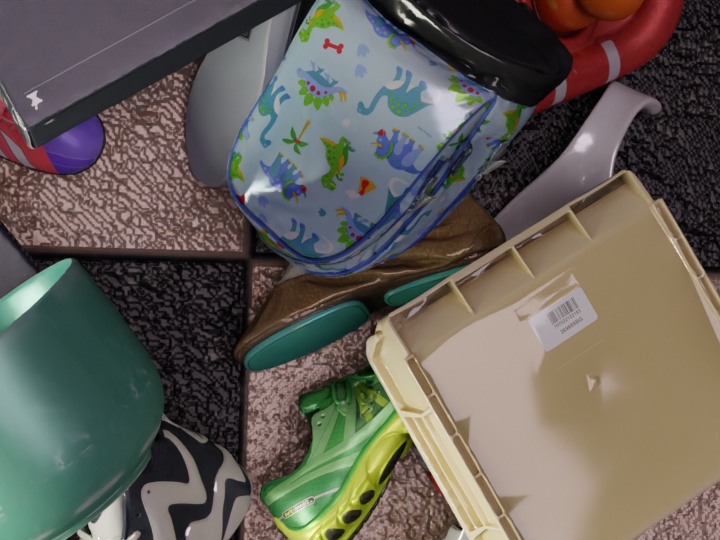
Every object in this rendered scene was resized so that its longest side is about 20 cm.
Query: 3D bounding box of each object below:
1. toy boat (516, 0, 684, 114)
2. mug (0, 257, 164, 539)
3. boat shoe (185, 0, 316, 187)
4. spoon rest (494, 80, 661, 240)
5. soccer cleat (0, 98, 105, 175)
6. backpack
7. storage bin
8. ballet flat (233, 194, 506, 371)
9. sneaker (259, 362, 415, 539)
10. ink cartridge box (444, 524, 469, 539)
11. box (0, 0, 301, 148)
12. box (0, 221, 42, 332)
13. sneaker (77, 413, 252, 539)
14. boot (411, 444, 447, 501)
[{"bbox_3d":[0.143,-0.183,1.050,0.199,0.130,0.132,-24,99,-31],"label":"toy boat"},{"bbox_3d":[-0.193,0.087,0.897,0.152,0.184,0.115,-45,104,-32],"label":"mug"},{"bbox_3d":[-0.058,-0.150,1.048,0.066,0.070,0.202,-2,113,-46],"label":"boat shoe"},{"bbox_3d":[0.146,-0.043,1.099,0.098,0.061,0.202,25,83,18],"label":"spoon rest"},{"bbox_3d":[-0.249,-0.129,1.008,0.199,0.073,0.068,38,84,-11],"label":"soccer cleat"},{"bbox_3d":[0.007,-0.092,0.985,0.163,0.201,0.154,42,39,7],"label":"backpack"},{"bbox_3d":[0.134,0.073,1.006,0.199,0.094,0.200,-30,88,-12],"label":"storage bin"},{"bbox_3d":[0.000,0.000,1.070,0.198,0.068,0.073,-23,69,4],"label":"ballet flat"},{"bbox_3d":[0.002,0.092,1.068,0.083,0.074,0.201,30,70,15],"label":"sneaker"},{"bbox_3d":[0.087,0.247,1.084,0.098,0.039,0.202,20,107,-7],"label":"ink cartridge box"},{"bbox_3d":[-0.152,-0.201,0.923,0.198,0.104,0.184,-29,92,-9],"label":"box"},{"bbox_3d":[-0.261,0.041,0.997,0.148,0.104,0.201,-40,99,-8],"label":"box"},{"bbox_3d":[-0.160,0.174,0.999,0.200,0.079,0.130,-54,129,-19],"label":"sneaker"},{"bbox_3d":[0.152,0.123,1.111,0.199,0.072,0.145,-35,100,-1],"label":"boot"}]
